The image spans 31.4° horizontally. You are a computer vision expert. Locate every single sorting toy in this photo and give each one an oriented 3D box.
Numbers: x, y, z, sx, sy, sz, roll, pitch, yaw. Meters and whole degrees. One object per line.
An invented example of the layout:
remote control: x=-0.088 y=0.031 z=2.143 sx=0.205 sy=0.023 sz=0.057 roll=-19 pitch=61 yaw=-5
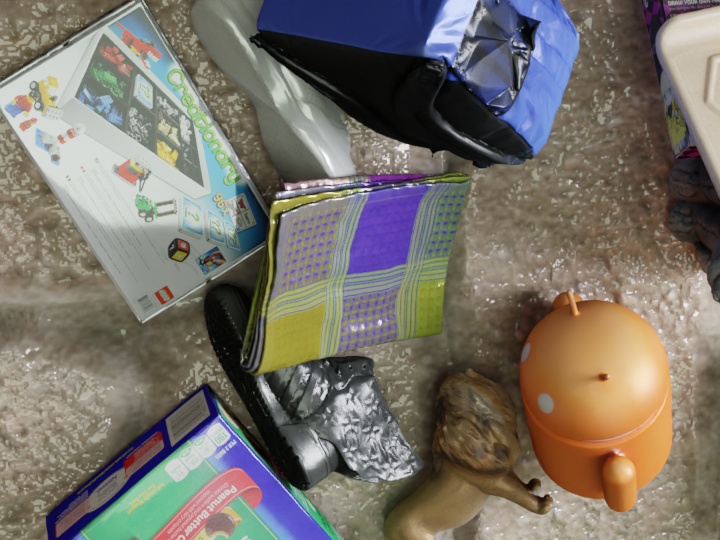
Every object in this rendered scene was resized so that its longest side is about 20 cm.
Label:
sorting toy: x=0.316 y=-0.097 z=0.892 sx=0.183 sy=0.037 sz=0.202 roll=-14 pitch=75 yaw=-13

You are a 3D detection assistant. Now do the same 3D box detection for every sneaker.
sneaker: x=-0.035 y=0.087 z=0.984 sx=0.104 sy=0.060 sz=0.202 roll=-28 pitch=93 yaw=-29
sneaker: x=-0.035 y=-0.130 z=0.919 sx=0.088 sy=0.075 sz=0.201 roll=-43 pitch=119 yaw=-25

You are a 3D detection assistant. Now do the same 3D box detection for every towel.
towel: x=0.000 y=0.000 z=0.935 sx=0.198 sy=0.023 sz=0.145 roll=-8 pitch=119 yaw=-41

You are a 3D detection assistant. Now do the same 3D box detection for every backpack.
backpack: x=0.062 y=-0.165 z=0.855 sx=0.200 sy=0.161 sz=0.169 roll=34 pitch=81 yaw=-53

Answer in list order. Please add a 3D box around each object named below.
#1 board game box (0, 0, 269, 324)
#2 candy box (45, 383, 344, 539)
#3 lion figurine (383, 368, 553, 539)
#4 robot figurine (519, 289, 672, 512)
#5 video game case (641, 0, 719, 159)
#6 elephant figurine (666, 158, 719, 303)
board game box: x=-0.158 y=-0.078 z=0.917 sx=0.125 sy=0.035 sz=0.201 roll=-31 pitch=111 yaw=-2
candy box: x=-0.117 y=0.221 z=0.996 sx=0.169 sy=0.077 sz=0.200 roll=-39 pitch=112 yaw=0
lion figurine: x=0.072 y=0.184 z=1.035 sx=0.122 sy=0.073 sz=0.201 roll=33 pitch=101 yaw=-13
robot figurine: x=0.182 y=0.099 z=0.990 sx=0.145 sy=0.116 sz=0.201 roll=-59 pitch=152 yaw=-25
video game case: x=0.311 y=-0.181 z=0.955 sx=0.197 sy=0.036 sz=0.184 roll=-7 pitch=77 yaw=-12
elephant figurine: x=0.319 y=-0.022 z=0.957 sx=0.155 sy=0.200 sz=0.142 roll=-39 pitch=113 yaw=7
